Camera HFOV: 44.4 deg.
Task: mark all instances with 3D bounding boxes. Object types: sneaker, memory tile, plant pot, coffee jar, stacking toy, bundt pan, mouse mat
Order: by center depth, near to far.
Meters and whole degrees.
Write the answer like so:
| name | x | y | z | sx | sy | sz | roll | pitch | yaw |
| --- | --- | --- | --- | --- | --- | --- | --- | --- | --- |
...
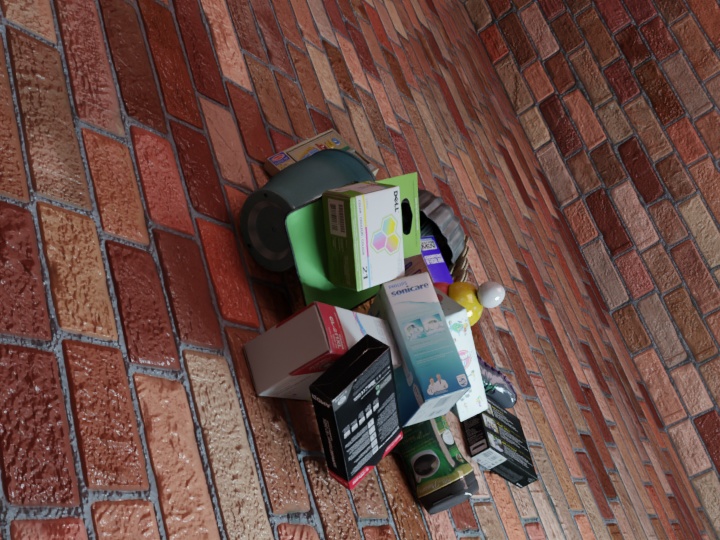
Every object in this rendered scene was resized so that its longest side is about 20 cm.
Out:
| name | x | y | z | sx | sy | sz | roll | pitch | yaw |
| --- | --- | --- | --- | --- | --- | --- | --- | --- | --- |
| mouse mat | -0.040 | -0.024 | 1.394 | 0.160 | 0.007 | 0.203 | -28 | 117 | -34 |
| plant pot | -0.090 | -0.086 | 1.455 | 0.187 | 0.199 | 0.202 | -25 | 83 | -51 |
| coffee jar | 0.117 | 0.303 | 1.491 | 0.085 | 0.104 | 0.202 | -3 | 65 | -63 |
| stacking toy | 0.179 | 0.071 | 1.648 | 0.146 | 0.198 | 0.148 | 40 | 41 | -47 |
| sneaker | 0.243 | 0.229 | 1.866 | 0.200 | 0.075 | 0.087 | 45 | 35 | 5 |
| bundt pan | 0.143 | -0.092 | 1.882 | 0.076 | 0.201 | 0.203 | -43 | 103 | -25 |
| memory tile | 0.188 | 0.016 | 1.910 | 0.017 | 0.154 | 0.201 | 30 | 31 | -10 |

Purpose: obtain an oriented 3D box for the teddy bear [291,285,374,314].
| name | x | y | z | sx | sy | sz | roll | pitch | yaw |
| --- | --- | --- | --- | --- | --- | --- | --- | --- | --- |
| teddy bear | -0.028 | 0.077 | 1.486 | 0.200 | 0.066 | 0.147 | 41 | 66 | -47 |

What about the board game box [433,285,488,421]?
| name | x | y | z | sx | sy | sz | roll | pitch | yaw |
| --- | --- | --- | --- | --- | --- | --- | --- | --- | --- |
| board game box | 0.145 | 0.137 | 1.532 | 0.147 | 0.064 | 0.202 | 39 | -32 | 62 |

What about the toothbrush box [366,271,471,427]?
| name | x | y | z | sx | sy | sz | roll | pitch | yaw |
| --- | --- | --- | --- | --- | --- | --- | --- | --- | --- |
| toothbrush box | 0.087 | 0.128 | 1.414 | 0.084 | 0.147 | 0.202 | -14 | 68 | -18 |

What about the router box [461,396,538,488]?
| name | x | y | z | sx | sy | sz | roll | pitch | yaw |
| --- | --- | --- | --- | --- | --- | --- | --- | --- | --- |
| router box | 0.281 | 0.346 | 1.820 | 0.199 | 0.051 | 0.150 | 37 | 30 | -40 |

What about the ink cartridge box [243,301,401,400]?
| name | x | y | z | sx | sy | sz | roll | pitch | yaw |
| --- | --- | --- | --- | --- | --- | --- | --- | --- | --- |
| ink cartridge box | -0.052 | 0.127 | 1.318 | 0.199 | 0.145 | 0.084 | 18 | 45 | -55 |

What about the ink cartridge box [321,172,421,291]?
| name | x | y | z | sx | sy | sz | roll | pitch | yaw |
| --- | --- | --- | --- | --- | --- | --- | --- | --- | --- |
| ink cartridge box | 0.042 | -0.068 | 1.401 | 0.198 | 0.075 | 0.150 | -17 | 110 | -36 |

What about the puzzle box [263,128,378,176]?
| name | x | y | z | sx | sy | sz | roll | pitch | yaw |
| --- | --- | --- | --- | --- | --- | --- | --- | --- | --- |
| puzzle box | -0.071 | -0.193 | 1.663 | 0.133 | 0.026 | 0.199 | 41 | 43 | 14 |

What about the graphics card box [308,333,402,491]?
| name | x | y | z | sx | sy | sz | roll | pitch | yaw |
| --- | --- | --- | --- | --- | --- | --- | --- | --- | --- |
| graphics card box | -0.003 | 0.204 | 1.260 | 0.125 | 0.051 | 0.202 | -40 | 140 | -30 |

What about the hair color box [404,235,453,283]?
| name | x | y | z | sx | sy | sz | roll | pitch | yaw |
| --- | --- | --- | --- | --- | --- | --- | --- | --- | --- |
| hair color box | 0.137 | 0.043 | 1.804 | 0.064 | 0.109 | 0.202 | -10 | 70 | -42 |
